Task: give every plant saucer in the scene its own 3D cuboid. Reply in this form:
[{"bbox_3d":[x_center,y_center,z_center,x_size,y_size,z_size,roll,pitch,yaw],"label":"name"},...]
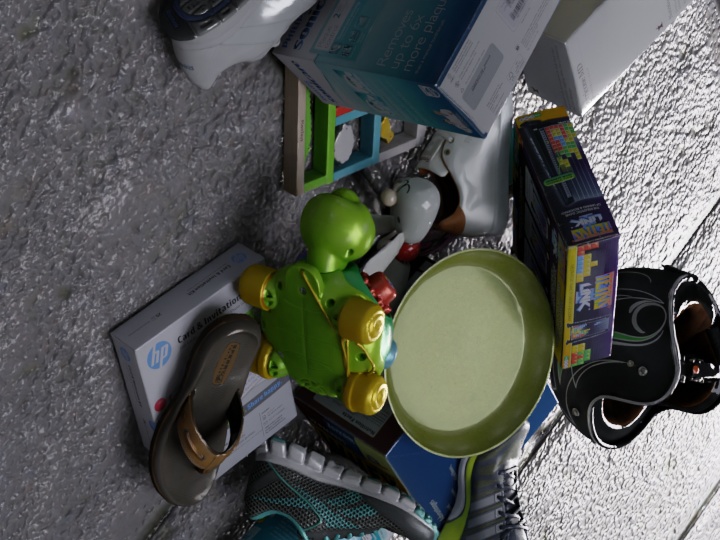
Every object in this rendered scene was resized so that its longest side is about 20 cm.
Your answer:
[{"bbox_3d":[0.098,0.076,1.605,0.199,0.031,0.202,-6,102,-32],"label":"plant saucer"}]

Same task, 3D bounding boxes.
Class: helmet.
[{"bbox_3d":[0.309,0.099,1.943,0.199,0.190,0.202,23,60,-47],"label":"helmet"}]

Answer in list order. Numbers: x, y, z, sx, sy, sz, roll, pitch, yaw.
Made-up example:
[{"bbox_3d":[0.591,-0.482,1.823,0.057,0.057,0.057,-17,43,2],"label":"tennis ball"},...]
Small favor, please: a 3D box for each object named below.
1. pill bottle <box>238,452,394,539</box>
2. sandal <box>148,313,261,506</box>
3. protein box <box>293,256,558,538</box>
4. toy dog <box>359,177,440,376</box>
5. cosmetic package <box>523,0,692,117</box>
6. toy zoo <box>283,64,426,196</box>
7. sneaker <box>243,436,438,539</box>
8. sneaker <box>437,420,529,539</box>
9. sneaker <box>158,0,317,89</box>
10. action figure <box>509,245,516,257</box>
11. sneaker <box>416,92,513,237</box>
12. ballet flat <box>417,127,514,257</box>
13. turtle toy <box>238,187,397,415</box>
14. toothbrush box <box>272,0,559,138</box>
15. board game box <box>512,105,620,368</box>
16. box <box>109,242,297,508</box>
[{"bbox_3d":[-0.062,0.287,1.697,0.200,0.110,0.111,-44,140,-21],"label":"pill bottle"},{"bbox_3d":[-0.128,0.132,1.492,0.081,0.055,0.201,2,121,-44],"label":"sandal"},{"bbox_3d":[0.071,0.132,1.732,0.200,0.134,0.199,-49,142,-15],"label":"protein box"},{"bbox_3d":[0.000,0.000,1.602,0.095,0.132,0.202,11,99,-19],"label":"toy dog"},{"bbox_3d":[0.249,-0.268,1.726,0.200,0.081,0.113,-48,143,-18],"label":"cosmetic package"},{"bbox_3d":[0.008,-0.159,1.567,0.199,0.020,0.132,-26,131,-38],"label":"toy zoo"},{"bbox_3d":[-0.023,0.234,1.635,0.078,0.199,0.092,68,44,-80],"label":"sneaker"},{"bbox_3d":[0.139,0.237,1.698,0.074,0.081,0.202,-9,120,-47],"label":"sneaker"},{"bbox_3d":[-0.081,-0.225,1.396,0.199,0.074,0.087,-34,147,-22],"label":"sneaker"},{"bbox_3d":[0.200,-0.004,1.815,0.201,0.102,0.119,-55,162,-21],"label":"action figure"},{"bbox_3d":[0.098,-0.132,1.627,0.084,0.073,0.202,-2,91,-20],"label":"sneaker"},{"bbox_3d":[0.117,-0.079,1.718,0.199,0.069,0.071,-36,154,-24],"label":"ballet flat"},{"bbox_3d":[-0.025,0.026,1.494,0.101,0.145,0.202,-40,139,-45],"label":"turtle toy"},{"bbox_3d":[0.046,-0.206,1.415,0.085,0.199,0.147,40,75,-43],"label":"toothbrush box"},{"bbox_3d":[0.196,-0.030,1.639,0.056,0.166,0.201,-15,144,-6],"label":"board game box"},{"bbox_3d":[-0.138,0.097,1.546,0.156,0.041,0.201,-36,135,-30],"label":"box"}]
